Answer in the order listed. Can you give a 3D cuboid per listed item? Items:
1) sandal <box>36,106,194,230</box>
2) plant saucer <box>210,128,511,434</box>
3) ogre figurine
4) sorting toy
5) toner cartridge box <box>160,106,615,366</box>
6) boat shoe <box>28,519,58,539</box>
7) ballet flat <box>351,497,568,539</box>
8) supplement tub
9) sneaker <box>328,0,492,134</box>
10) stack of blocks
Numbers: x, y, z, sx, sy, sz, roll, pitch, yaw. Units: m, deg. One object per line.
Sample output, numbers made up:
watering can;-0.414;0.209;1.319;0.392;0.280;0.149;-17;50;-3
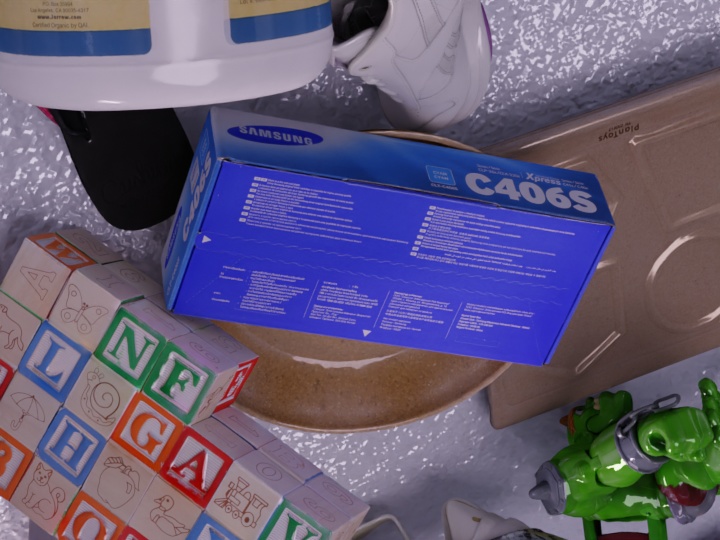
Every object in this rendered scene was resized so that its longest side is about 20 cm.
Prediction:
sandal;-0.124;-0.094;0.910;0.075;0.045;0.201;-30;127;-5
plant saucer;0.000;0.000;1.009;0.198;0.036;0.202;-6;132;-6
ogre figurine;0.172;0.111;1.121;0.119;0.200;0.099;-22;91;25
sorting toy;0.144;-0.017;1.091;0.183;0.037;0.201;-19;130;-13
toner cartridge box;0.012;-0.014;0.947;0.198;0.043;0.096;9;127;-19
boat shoe;-0.131;0.148;1.032;0.065;0.073;0.202;5;101;-54
ballet flat;0.040;0.166;1.116;0.198;0.072;0.072;-15;127;6
supplement tub;-0.086;-0.173;0.795;0.143;0.145;0.202;-7;104;-20
sneaker;0.013;-0.118;0.905;0.099;0.075;0.200;-27;159;-15
stack of blocks;-0.097;0.084;0.943;0.116;0.199;0.059;-58;167;15
